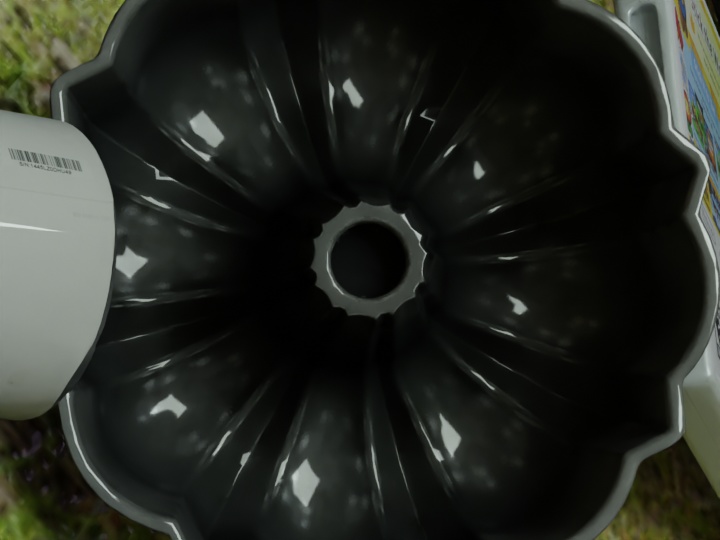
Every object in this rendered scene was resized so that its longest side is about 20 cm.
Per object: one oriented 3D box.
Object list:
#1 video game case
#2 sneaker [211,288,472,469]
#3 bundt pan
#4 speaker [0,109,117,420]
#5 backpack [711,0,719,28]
[{"bbox_3d":[0.122,-0.010,0.981,0.200,0.023,0.182,52,32,-61],"label":"video game case"},{"bbox_3d":[0.027,-0.022,0.921,0.088,0.074,0.200,48,44,-11],"label":"sneaker"},{"bbox_3d":[0.000,0.000,0.816,0.202,0.076,0.202,0,85,-4],"label":"bundt pan"},{"bbox_3d":[-0.162,-0.012,0.663,0.200,0.081,0.081,8,65,-37],"label":"speaker"},{"bbox_3d":[0.214,-0.126,1.115,0.200,0.126,0.167,-22,101,-59],"label":"backpack"}]
